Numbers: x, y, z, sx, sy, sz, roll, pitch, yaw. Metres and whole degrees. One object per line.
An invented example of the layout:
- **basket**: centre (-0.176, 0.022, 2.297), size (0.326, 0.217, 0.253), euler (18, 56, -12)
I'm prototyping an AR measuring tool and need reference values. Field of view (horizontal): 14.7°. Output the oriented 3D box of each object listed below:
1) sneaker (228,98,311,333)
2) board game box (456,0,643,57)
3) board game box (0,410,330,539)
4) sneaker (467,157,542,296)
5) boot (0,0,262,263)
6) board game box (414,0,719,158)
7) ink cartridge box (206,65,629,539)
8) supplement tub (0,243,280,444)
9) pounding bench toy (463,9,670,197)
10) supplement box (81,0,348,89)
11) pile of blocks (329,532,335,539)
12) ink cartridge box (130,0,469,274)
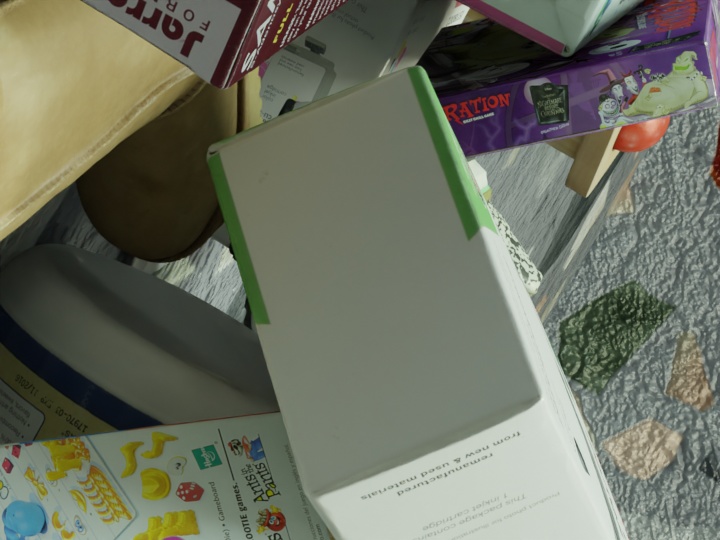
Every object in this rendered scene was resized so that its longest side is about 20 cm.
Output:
- **sneaker**: centre (0.000, 0.000, 1.086), size (0.200, 0.079, 0.074), euler (75, 39, -75)
- **board game box**: centre (0.057, -0.159, 1.070), size (0.065, 0.147, 0.200), euler (-65, 169, 24)
- **board game box**: centre (-0.112, 0.125, 0.882), size (0.199, 0.105, 0.103), euler (-5, 145, -20)
- **sneaker**: centre (0.004, 0.037, 1.234), size (0.200, 0.089, 0.077), euler (-43, 178, -10)
- **boot**: centre (-0.099, -0.042, 0.900), size (0.200, 0.066, 0.176), euler (-46, 155, -53)
- **board game box**: centre (0.079, -0.080, 1.070), size (0.200, 0.119, 0.032), euler (-61, 143, -75)
- **ink cartridge box**: centre (0.030, 0.051, 0.955), size (0.084, 0.147, 0.200), euler (-22, 144, 5)
- **supplement tub**: centre (-0.111, 0.107, 1.037), size (0.201, 0.144, 0.144), euler (-60, 171, 8)
- **pounding bench toy**: centre (0.107, -0.160, 1.304), size (0.124, 0.156, 0.200), euler (-52, 168, -35)
- **supplement box**: centre (-0.033, -0.130, 0.804), size (0.061, 0.109, 0.200), euler (-64, 170, 30)
- **pile of blocks**: centre (-0.011, 0.111, 1.141), size (0.082, 0.062, 0.201), euler (-15, -143, 35)
- **ink cartridge box**: centre (-0.018, -0.073, 1.192), size (0.201, 0.067, 0.116), euler (-62, 171, 19)
